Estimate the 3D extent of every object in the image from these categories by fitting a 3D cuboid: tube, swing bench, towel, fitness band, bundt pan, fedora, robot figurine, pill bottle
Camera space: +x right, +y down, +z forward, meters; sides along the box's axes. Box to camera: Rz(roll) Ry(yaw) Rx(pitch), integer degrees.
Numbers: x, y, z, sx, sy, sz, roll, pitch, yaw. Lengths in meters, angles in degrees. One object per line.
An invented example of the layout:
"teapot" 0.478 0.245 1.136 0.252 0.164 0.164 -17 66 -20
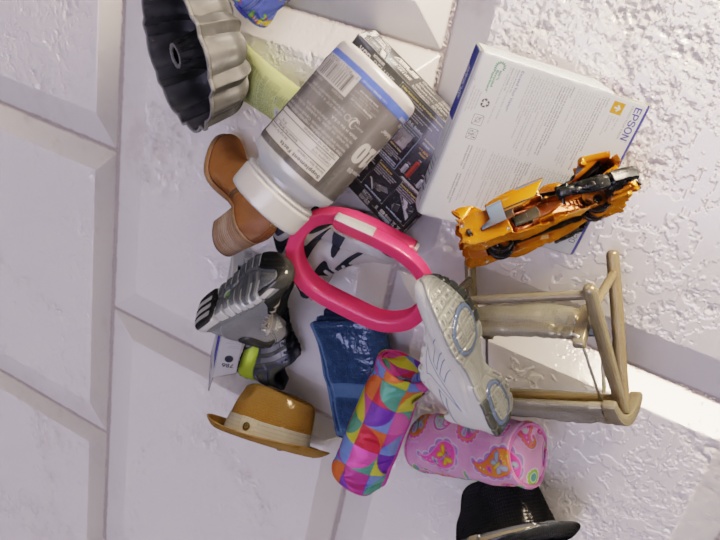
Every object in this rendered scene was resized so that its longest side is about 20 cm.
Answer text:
"tube" -0.111 -0.226 0.968 0.058 0.052 0.200 -46 46 -2
"swing bench" 0.206 0.094 0.890 0.198 0.130 0.202 -4 108 33
"towel" -0.002 0.153 1.088 0.111 0.048 0.202 0 109 29
"fitness band" 0.000 0.000 0.950 0.199 0.038 0.144 27 131 4
"bundt pan" -0.206 -0.285 0.978 0.202 0.075 0.203 41 144 40
"fedora" -0.133 0.222 1.149 0.199 0.201 0.082 12 77 25
"robot figurine" 0.198 -0.065 0.806 0.199 0.145 0.059 -22 74 3
"fedora" 0.189 0.327 1.010 0.200 0.200 0.092 -30 58 35
"pill bottle" -0.044 -0.145 0.849 0.114 0.114 0.200 44 98 7

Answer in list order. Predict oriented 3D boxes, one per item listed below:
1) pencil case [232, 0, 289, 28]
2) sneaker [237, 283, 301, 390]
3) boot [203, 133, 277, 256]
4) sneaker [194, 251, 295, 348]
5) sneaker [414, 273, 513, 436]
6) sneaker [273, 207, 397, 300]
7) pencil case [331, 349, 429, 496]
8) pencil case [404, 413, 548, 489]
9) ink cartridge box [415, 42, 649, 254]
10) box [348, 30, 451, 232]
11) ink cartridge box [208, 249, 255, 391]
"pencil case" -0.079 -0.375 0.898 0.199 0.087 0.078 -31 114 36
"sneaker" -0.121 0.095 1.128 0.080 0.074 0.201 26 127 10
"boot" -0.131 -0.130 0.995 0.155 0.201 0.077 -29 137 29
"sneaker" -0.124 0.047 1.014 0.115 0.076 0.199 32 140 -31
"sneaker" 0.096 0.098 0.840 0.087 0.074 0.201 -9 110 41
"sneaker" -0.032 -0.012 1.025 0.197 0.080 0.131 12 124 16
"pencil case" 0.029 0.206 1.025 0.088 0.088 0.201 29 111 16
"pencil case" 0.148 0.232 0.987 0.199 0.087 0.088 -12 104 51
"ink cartridge box" 0.186 -0.130 0.850 0.198 0.043 0.198 14 120 -12
"box" 0.031 -0.167 0.939 0.200 0.050 0.158 46 124 6
"ink cartridge box" -0.193 0.076 1.136 0.039 0.100 0.201 10 121 -15
